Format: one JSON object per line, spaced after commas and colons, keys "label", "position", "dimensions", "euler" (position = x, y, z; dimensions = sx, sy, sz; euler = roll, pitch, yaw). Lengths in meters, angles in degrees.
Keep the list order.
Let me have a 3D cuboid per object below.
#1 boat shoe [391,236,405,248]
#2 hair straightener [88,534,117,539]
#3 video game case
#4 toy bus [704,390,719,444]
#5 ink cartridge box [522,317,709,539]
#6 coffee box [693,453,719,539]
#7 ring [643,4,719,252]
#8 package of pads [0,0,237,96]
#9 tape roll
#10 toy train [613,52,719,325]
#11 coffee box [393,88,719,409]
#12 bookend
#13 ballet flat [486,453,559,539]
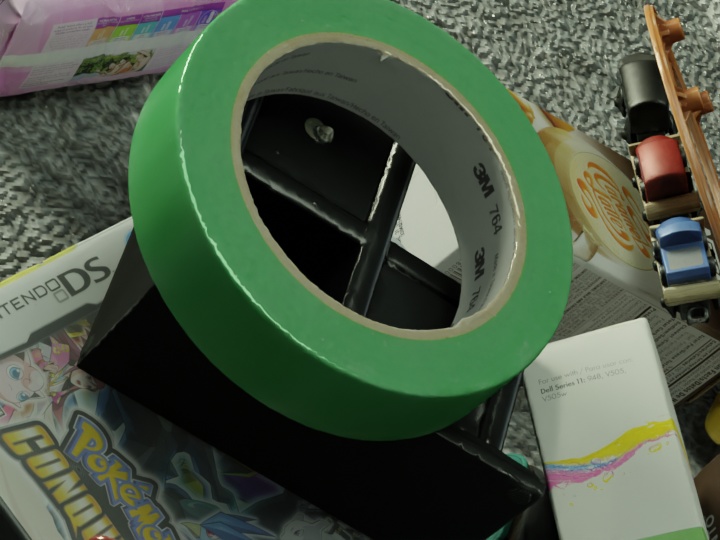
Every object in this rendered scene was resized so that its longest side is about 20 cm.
{"label": "boat shoe", "position": [-0.023, -0.012, 1.376], "dimensions": [0.200, 0.073, 0.067], "euler": [54, 2, 4]}
{"label": "hair straightener", "position": [-0.037, 0.184, 1.129], "dimensions": [0.199, 0.041, 0.077], "euler": [26, 56, -6]}
{"label": "video game case", "position": [-0.097, 0.082, 1.221], "dimensions": [0.180, 0.026, 0.200], "euler": [-30, 79, -45]}
{"label": "toy bus", "position": [0.318, 0.078, 1.490], "dimensions": [0.200, 0.192, 0.136], "euler": [39, 38, 5]}
{"label": "ink cartridge box", "position": [0.123, 0.107, 1.279], "dimensions": [0.067, 0.117, 0.201], "euler": [-15, 51, 4]}
{"label": "coffee box", "position": [0.262, 0.166, 1.364], "dimensions": [0.199, 0.080, 0.113], "euler": [21, 40, -24]}
{"label": "ring", "position": [0.195, -0.053, 1.501], "dimensions": [0.200, 0.019, 0.201], "euler": [-19, 90, -81]}
{"label": "package of pads", "position": [-0.151, -0.162, 1.456], "dimensions": [0.200, 0.076, 0.121], "euler": [-14, 57, -46]}
{"label": "tape roll", "position": [-0.002, -0.027, 1.181], "dimensions": [0.200, 0.048, 0.201], "euler": [18, 53, -25]}
{"label": "toy train", "position": [0.163, -0.048, 1.453], "dimensions": [0.034, 0.046, 0.201], "euler": [-9, 43, 2]}
{"label": "coffee box", "position": [0.109, -0.012, 1.472], "dimensions": [0.200, 0.080, 0.115], "euler": [26, 38, -36]}
{"label": "bookend", "position": [0.000, 0.000, 1.263], "dimensions": [0.200, 0.092, 0.199], "euler": [32, 49, -14]}
{"label": "ballet flat", "position": [0.054, 0.160, 1.292], "dimensions": [0.073, 0.073, 0.200], "euler": [37, 32, 0]}
